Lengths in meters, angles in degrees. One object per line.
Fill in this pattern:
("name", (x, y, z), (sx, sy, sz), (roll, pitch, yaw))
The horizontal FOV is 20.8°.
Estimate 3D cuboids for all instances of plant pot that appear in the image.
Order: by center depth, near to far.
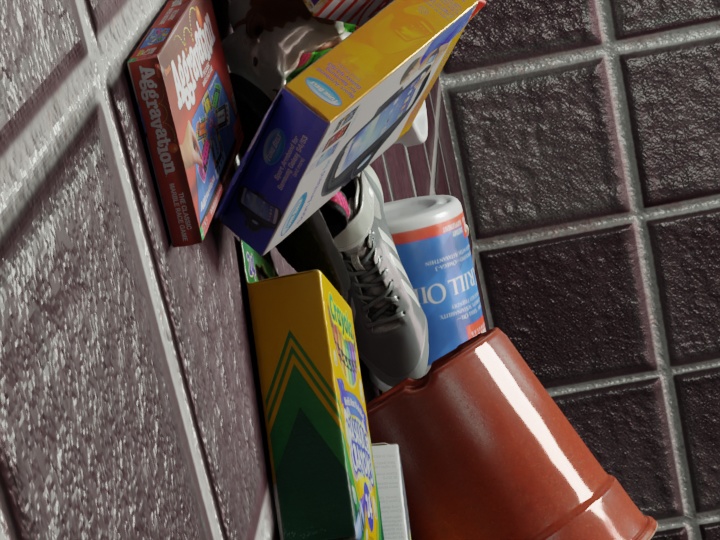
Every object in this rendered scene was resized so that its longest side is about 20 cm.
("plant pot", (0.095, 0.163, 1.515), (0.196, 0.200, 0.201), (59, 7, 1))

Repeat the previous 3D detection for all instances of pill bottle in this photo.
("pill bottle", (0.054, 0.043, 1.732), (0.112, 0.111, 0.202), (-70, 149, -76))

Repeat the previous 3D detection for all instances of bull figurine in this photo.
("bull figurine", (-0.042, -0.185, 1.327), (0.201, 0.120, 0.065), (-102, -152, -47))

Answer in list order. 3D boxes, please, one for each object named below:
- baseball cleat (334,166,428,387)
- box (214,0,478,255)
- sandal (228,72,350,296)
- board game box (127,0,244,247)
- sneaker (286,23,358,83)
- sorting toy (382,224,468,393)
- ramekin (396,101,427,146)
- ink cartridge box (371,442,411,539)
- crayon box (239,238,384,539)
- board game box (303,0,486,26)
("baseball cleat", (0.000, 0.000, 1.607), (0.106, 0.069, 0.202), (17, 53, -76))
("box", (-0.011, -0.092, 1.177), (0.200, 0.041, 0.119), (-46, 169, -45))
("sandal", (-0.038, -0.056, 1.285), (0.075, 0.045, 0.201), (30, -28, 39))
("board game box", (-0.096, -0.095, 1.110), (0.200, 0.019, 0.104), (-81, 159, -70))
("sneaker", (-0.010, -0.131, 1.403), (0.200, 0.076, 0.085), (-34, 125, -51))
("sorting toy", (0.068, 0.080, 1.900), (0.180, 0.106, 0.202), (82, 0, -74))
("ramekin", (-0.013, -0.191, 1.588), (0.202, 0.093, 0.204), (-13, 90, -83))
("ink cartridge box", (0.023, 0.260, 1.363), (0.201, 0.046, 0.199), (-97, -178, -47))
("crayon box", (-0.029, 0.082, 1.257), (0.126, 0.051, 0.202), (53, 27, -75))
("board game box", (-0.022, -0.241, 1.269), (0.151, 0.046, 0.201), (2, 49, -56))
